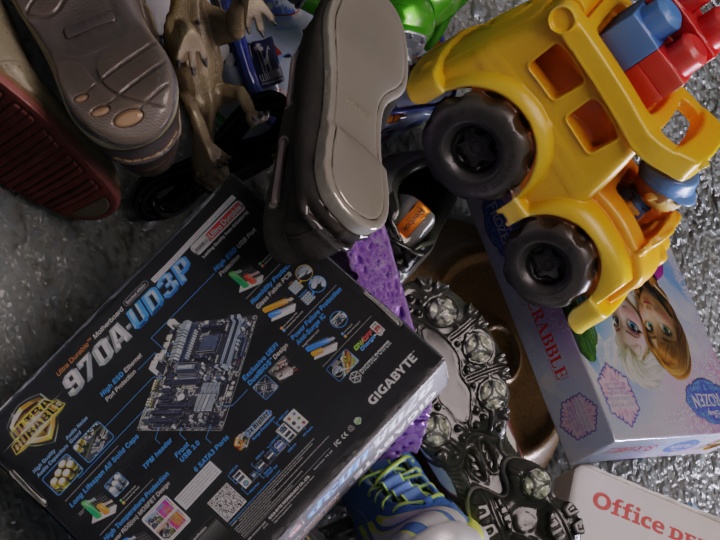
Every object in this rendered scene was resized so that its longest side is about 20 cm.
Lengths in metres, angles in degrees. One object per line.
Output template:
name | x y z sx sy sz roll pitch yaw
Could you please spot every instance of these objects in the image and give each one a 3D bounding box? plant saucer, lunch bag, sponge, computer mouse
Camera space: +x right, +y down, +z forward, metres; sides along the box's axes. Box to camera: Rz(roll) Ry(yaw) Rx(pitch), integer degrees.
plant saucer | 0.082 0.058 1.305 0.200 0.035 0.201 16 67 -41
lunch bag | -0.034 -0.158 1.232 0.200 0.075 0.161 -8 81 -47
sponge | 0.000 0.000 1.118 0.030 0.112 0.201 -12 71 -7
computer mouse | -0.119 -0.138 1.132 0.201 0.109 0.044 65 13 2

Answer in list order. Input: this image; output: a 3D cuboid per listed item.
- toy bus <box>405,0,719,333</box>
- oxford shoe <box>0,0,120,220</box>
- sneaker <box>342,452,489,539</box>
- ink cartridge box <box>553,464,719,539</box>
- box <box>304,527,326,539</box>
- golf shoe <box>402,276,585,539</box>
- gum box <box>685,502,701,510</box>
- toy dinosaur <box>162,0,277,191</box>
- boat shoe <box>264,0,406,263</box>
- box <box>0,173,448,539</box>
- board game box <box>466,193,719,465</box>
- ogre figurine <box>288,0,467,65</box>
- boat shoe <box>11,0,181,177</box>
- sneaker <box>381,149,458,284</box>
toy bus | 0.158 -0.090 1.207 0.200 0.192 0.136 56 29 -8
oxford shoe | -0.196 -0.111 1.060 0.200 0.070 0.075 47 44 -25
sneaker | 0.019 0.146 1.142 0.076 0.200 0.105 -34 77 -7
ink cartridge box | 0.167 0.249 1.267 0.146 0.084 0.201 24 59 -14
box | -0.075 0.204 1.099 0.200 0.043 0.160 50 48 -22
golf shoe | 0.060 0.102 1.208 0.077 0.088 0.201 -26 92 -16
gum box | 0.253 0.296 1.394 0.170 0.044 0.200 39 54 -30
toy dinosaur | -0.091 -0.129 1.066 0.058 0.101 0.201 -9 100 -23
boat shoe | -0.018 -0.083 1.035 0.067 0.057 0.200 43 34 -29
box | -0.077 0.072 1.017 0.159 0.046 0.200 40 79 17
board game box | 0.173 0.032 1.346 0.200 0.041 0.200 3 62 -54
ogre figurine | 0.020 -0.200 1.189 0.120 0.098 0.200 42 29 -1
boat shoe | -0.149 -0.131 1.068 0.073 0.074 0.200 80 -9 -57
sneaker | -0.002 -0.010 1.212 0.074 0.079 0.200 49 53 -22
